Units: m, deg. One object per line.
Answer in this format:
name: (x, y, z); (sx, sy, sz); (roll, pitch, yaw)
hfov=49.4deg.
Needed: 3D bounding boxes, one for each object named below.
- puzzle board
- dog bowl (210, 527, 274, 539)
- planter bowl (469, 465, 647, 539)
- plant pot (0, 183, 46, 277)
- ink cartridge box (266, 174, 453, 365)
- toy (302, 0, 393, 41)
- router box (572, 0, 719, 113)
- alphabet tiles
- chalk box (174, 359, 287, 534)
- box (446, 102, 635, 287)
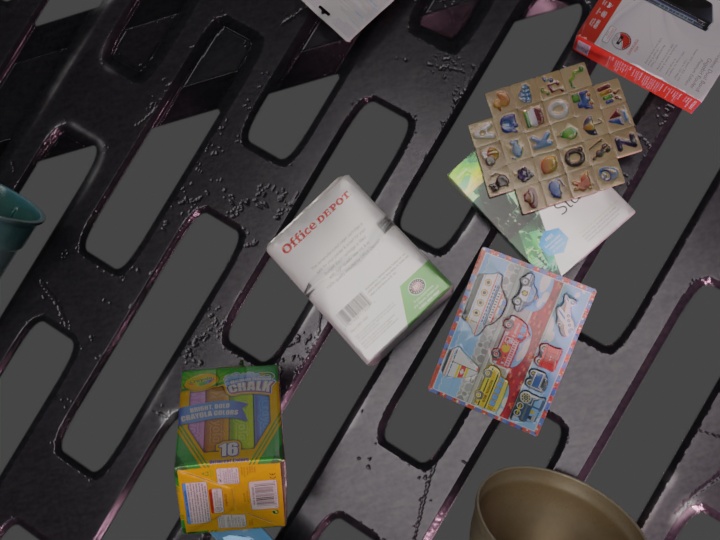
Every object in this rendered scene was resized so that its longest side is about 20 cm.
puzzle board: (0.189, 0.089, 0.988); (0.150, 0.017, 0.200); (21, 96, 10)
dog bowl: (-0.131, 0.347, 0.975); (0.050, 0.112, 0.200); (-42, 78, -18)
planter bowl: (0.210, 0.341, 0.897); (0.200, 0.200, 0.135); (19, 113, 10)
plant pot: (-0.560, -0.026, 1.045); (0.200, 0.200, 0.196); (29, 95, 10)
ink cartridge box: (0.000, 0.000, 1.008); (0.146, 0.084, 0.200); (-42, 79, 1)
toy: (0.018, -0.407, 1.075); (0.200, 0.047, 0.115); (-44, 76, -3)
router box: (0.405, -0.335, 1.010); (0.179, 0.049, 0.200); (32, 88, 11)
alphabet tiles: (0.246, -0.169, 0.999); (0.200, 0.006, 0.167); (-17, 81, 5)
chalk box: (-0.156, 0.197, 0.956); (0.124, 0.200, 0.125); (-3, 126, -7)
box: (0.230, -0.098, 1.012); (0.144, 0.036, 0.200); (-42, 79, 1)
